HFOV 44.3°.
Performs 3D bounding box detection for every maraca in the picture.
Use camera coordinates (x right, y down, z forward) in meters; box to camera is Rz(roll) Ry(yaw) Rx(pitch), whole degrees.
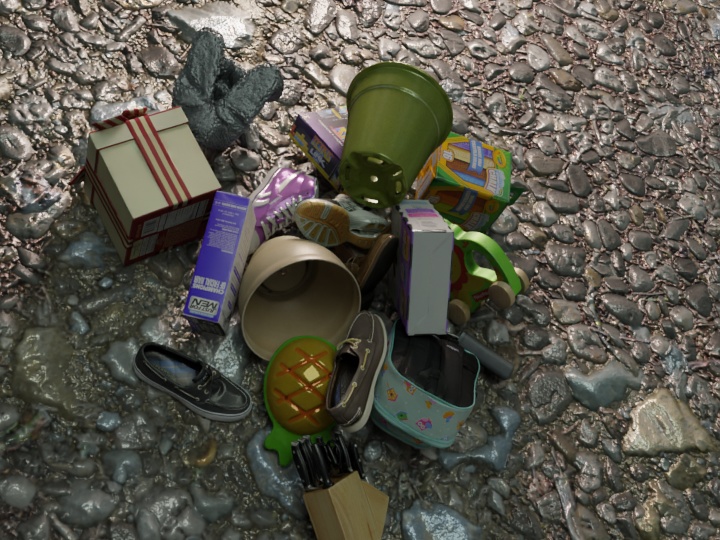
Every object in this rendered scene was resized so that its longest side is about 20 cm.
[{"bbox_3d":[-0.087,0.204,1.380,0.134,0.107,0.205,7,83,-4],"label":"maraca"}]

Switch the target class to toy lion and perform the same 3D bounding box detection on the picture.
[{"bbox_3d":[0.175,-0.011,1.556,0.068,0.199,0.194,-37,96,-35],"label":"toy lion"}]

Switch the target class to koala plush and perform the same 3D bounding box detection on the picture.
[{"bbox_3d":[-0.243,-0.286,1.554,0.175,0.200,0.186,30,83,-3],"label":"koala plush"}]

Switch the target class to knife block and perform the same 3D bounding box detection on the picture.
[{"bbox_3d":[-0.043,0.345,1.296,0.174,0.063,0.203,36,51,-30],"label":"knife block"}]

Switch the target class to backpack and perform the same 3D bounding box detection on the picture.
[{"bbox_3d":[0.095,0.189,1.405,0.173,0.155,0.200,30,15,-5],"label":"backpack"}]

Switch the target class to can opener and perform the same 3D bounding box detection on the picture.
[{"bbox_3d":[0.173,0.141,1.560,0.198,0.053,0.068,34,87,-1],"label":"can opener"}]

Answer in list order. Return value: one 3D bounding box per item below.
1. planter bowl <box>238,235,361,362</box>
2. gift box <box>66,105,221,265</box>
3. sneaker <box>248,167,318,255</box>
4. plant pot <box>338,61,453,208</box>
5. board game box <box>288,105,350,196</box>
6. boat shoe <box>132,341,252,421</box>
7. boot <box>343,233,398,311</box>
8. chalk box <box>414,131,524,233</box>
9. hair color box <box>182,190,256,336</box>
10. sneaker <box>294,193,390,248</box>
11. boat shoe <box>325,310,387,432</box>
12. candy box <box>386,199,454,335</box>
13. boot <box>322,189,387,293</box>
[{"bbox_3d":[-0.111,0.030,1.432,0.196,0.204,0.135,-2,34,-22],"label":"planter bowl"},{"bbox_3d":[-0.353,-0.144,1.424,0.197,0.185,0.189,-20,72,-34],"label":"gift box"},{"bbox_3d":[-0.134,-0.101,1.529,0.112,0.073,0.203,13,54,18],"label":"sneaker"},{"bbox_3d":[0.045,-0.213,1.503,0.197,0.201,0.192,25,50,-6],"label":"plant pot"},{"bbox_3d":[-0.012,-0.215,1.639,0.200,0.057,0.164,48,37,17],"label":"board game box"},{"bbox_3d":[-0.253,0.165,1.355,0.197,0.066,0.071,29,55,-3],"label":"boat shoe"},{"bbox_3d":[0.000,0.000,1.471,0.073,0.201,0.076,-26,66,-41],"label":"boot"},{"bbox_3d":[0.215,-0.160,1.695,0.196,0.125,0.126,17,56,-10],"label":"chalk box"},{"bbox_3d":[-0.221,-0.009,1.404,0.063,0.110,0.205,11,75,1],"label":"hair color box"},{"bbox_3d":[-0.043,-0.090,1.492,0.197,0.076,0.088,13,30,-44],"label":"sneaker"},{"bbox_3d":[-0.009,0.141,1.345,0.059,0.071,0.203,44,46,-37],"label":"boat shoe"},{"bbox_3d":[0.095,-0.011,1.456,0.070,0.172,0.200,0,19,-8],"label":"candy box"},{"bbox_3d":[-0.001,-0.063,1.590,0.145,0.070,0.201,-35,83,-40],"label":"boot"}]
